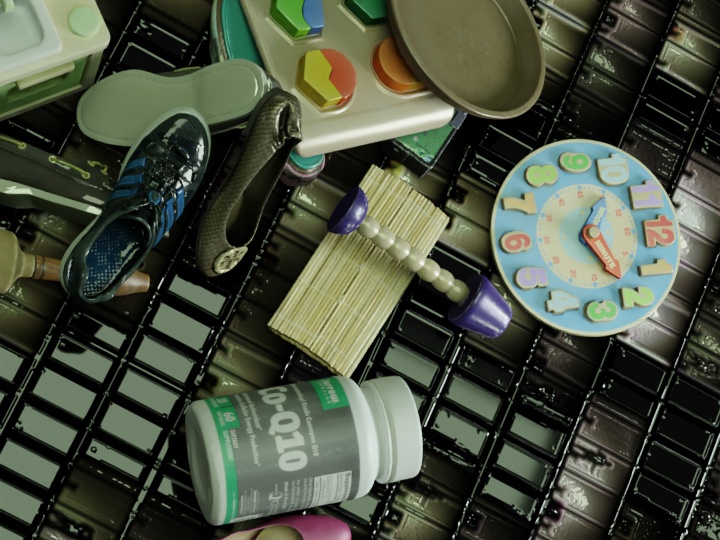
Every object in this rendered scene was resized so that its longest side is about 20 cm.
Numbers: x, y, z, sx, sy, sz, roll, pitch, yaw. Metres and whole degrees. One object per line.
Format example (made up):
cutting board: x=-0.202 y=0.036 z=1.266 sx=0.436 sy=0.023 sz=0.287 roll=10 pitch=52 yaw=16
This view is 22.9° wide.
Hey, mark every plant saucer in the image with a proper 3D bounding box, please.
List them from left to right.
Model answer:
plant saucer: x=0.100 y=-0.234 z=1.745 sx=0.199 sy=0.029 sz=0.202 roll=21 pitch=54 yaw=-31

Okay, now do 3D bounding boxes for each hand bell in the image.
hand bell: x=-0.288 y=-0.003 z=1.621 sx=0.198 sy=0.104 sz=0.105 roll=8 pitch=74 yaw=-26

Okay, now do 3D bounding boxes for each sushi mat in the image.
sushi mat: x=0.000 y=0.000 z=1.721 sx=0.095 sy=0.012 sz=0.201 roll=35 pitch=71 yaw=-5

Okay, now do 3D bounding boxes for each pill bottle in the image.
pill bottle: x=-0.052 y=0.158 z=1.616 sx=0.198 sy=0.113 sz=0.114 roll=-9 pitch=79 yaw=-17

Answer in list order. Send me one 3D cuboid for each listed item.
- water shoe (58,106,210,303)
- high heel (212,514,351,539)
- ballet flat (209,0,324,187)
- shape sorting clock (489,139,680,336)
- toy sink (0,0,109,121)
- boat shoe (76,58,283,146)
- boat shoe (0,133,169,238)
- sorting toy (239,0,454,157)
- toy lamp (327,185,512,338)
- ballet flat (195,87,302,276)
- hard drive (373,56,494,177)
water shoe: x=-0.188 y=-0.053 z=1.576 sx=0.071 sy=0.079 sz=0.201 roll=35 pitch=83 yaw=-23
high heel: x=-0.093 y=0.260 z=1.588 sx=0.198 sy=0.096 sz=0.068 roll=-18 pitch=81 yaw=-18
ballet flat: x=-0.101 y=-0.169 z=1.706 sx=0.069 sy=0.071 sz=0.202 roll=-25 pitch=87 yaw=-37
shape sorting clock: x=0.226 y=-0.034 z=1.777 sx=0.198 sy=0.039 sz=0.202 roll=4 pitch=75 yaw=-14
toy sink: x=-0.306 y=-0.218 z=1.596 sx=0.129 sy=0.200 sz=0.113 roll=-23 pitch=83 yaw=-20
boat shoe: x=-0.168 y=-0.153 z=1.658 sx=0.200 sy=0.060 sz=0.073 roll=-7 pitch=85 yaw=22
boat shoe: x=-0.267 y=-0.079 z=1.639 sx=0.199 sy=0.072 sz=0.061 roll=16 pitch=77 yaw=-8
sorting toy: x=-0.012 y=-0.221 z=1.705 sx=0.184 sy=0.036 sz=0.202 roll=-14 pitch=81 yaw=-30
toy lamp: x=0.060 y=-0.004 z=1.705 sx=0.199 sy=0.058 sz=0.059 roll=37 pitch=70 yaw=-15
ballet flat: x=-0.098 y=-0.073 z=1.634 sx=0.046 sy=0.201 sz=0.067 roll=35 pitch=26 yaw=19
hard drive: x=0.020 y=-0.205 z=1.765 sx=0.199 sy=0.038 sz=0.140 roll=34 pitch=71 yaw=-4
